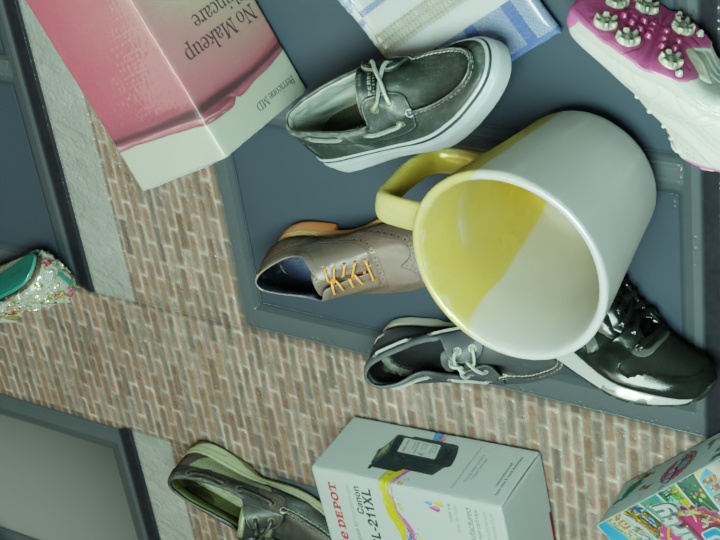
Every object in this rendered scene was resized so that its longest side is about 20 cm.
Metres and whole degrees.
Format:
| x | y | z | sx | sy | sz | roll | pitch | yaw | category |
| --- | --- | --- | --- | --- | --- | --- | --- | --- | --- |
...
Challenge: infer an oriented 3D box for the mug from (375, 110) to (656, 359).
| x | y | z | sx | sy | sz | roll | pitch | yaw | category |
| --- | --- | --- | --- | --- | --- | --- | --- | --- | --- |
| 0.125 | -0.051 | 1.127 | 0.186 | 0.153 | 0.150 | 41 | 137 | 5 | mug |

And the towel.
| x | y | z | sx | sy | sz | roll | pitch | yaw | category |
| --- | --- | --- | --- | --- | --- | --- | --- | --- | --- |
| 0.041 | -0.224 | 1.156 | 0.147 | 0.024 | 0.200 | -30 | 103 | 43 | towel |

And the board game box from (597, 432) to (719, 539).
| x | y | z | sx | sy | sz | roll | pitch | yaw | category |
| --- | --- | --- | --- | --- | --- | --- | --- | --- | --- |
| 0.310 | 0.204 | 1.245 | 0.148 | 0.064 | 0.200 | 47 | 137 | -1 | board game box |

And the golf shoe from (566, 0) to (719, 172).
| x | y | z | sx | sy | sz | roll | pitch | yaw | category |
| --- | --- | --- | --- | --- | --- | --- | --- | --- | --- |
| 0.222 | -0.115 | 1.068 | 0.200 | 0.075 | 0.092 | 33 | 139 | 14 | golf shoe |

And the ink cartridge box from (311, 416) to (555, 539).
| x | y | z | sx | sy | sz | roll | pitch | yaw | category |
| --- | --- | --- | --- | --- | --- | --- | --- | --- | --- |
| 0.069 | 0.228 | 1.427 | 0.200 | 0.083 | 0.146 | 7 | 125 | 32 | ink cartridge box |

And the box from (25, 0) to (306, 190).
| x | y | z | sx | sy | sz | roll | pitch | yaw | category |
| --- | --- | --- | --- | --- | --- | --- | --- | --- | --- |
| -0.157 | -0.188 | 1.254 | 0.109 | 0.128 | 0.200 | -17 | 111 | 42 | box |

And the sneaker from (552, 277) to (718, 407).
| x | y | z | sx | sy | sz | roll | pitch | yaw | category |
| --- | --- | --- | --- | --- | --- | --- | --- | --- | --- |
| 0.185 | 0.031 | 1.205 | 0.200 | 0.076 | 0.088 | 26 | 127 | 19 | sneaker |

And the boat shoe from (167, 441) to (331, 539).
| x | y | z | sx | sy | sz | roll | pitch | yaw | category |
| --- | --- | --- | --- | --- | --- | --- | --- | --- | --- |
| -0.106 | 0.246 | 1.582 | 0.200 | 0.066 | 0.072 | 28 | 133 | 17 | boat shoe |

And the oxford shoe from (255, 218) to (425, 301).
| x | y | z | sx | sy | sz | roll | pitch | yaw | category |
| --- | --- | --- | --- | --- | --- | --- | --- | --- | --- |
| 0.000 | 0.000 | 1.315 | 0.200 | 0.073 | 0.071 | -4 | 118 | 38 | oxford shoe |

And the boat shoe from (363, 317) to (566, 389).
| x | y | z | sx | sy | sz | roll | pitch | yaw | category |
| --- | --- | --- | --- | --- | --- | --- | --- | --- | --- |
| 0.089 | 0.076 | 1.313 | 0.200 | 0.063 | 0.073 | -3 | 119 | 38 | boat shoe |

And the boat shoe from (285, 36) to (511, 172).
| x | y | z | sx | sy | sz | roll | pitch | yaw | category |
| --- | --- | --- | --- | --- | --- | --- | --- | --- | --- |
| 0.022 | -0.123 | 1.160 | 0.071 | 0.072 | 0.200 | 20 | 149 | -39 | boat shoe |

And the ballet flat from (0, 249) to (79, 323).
| x | y | z | sx | sy | sz | roll | pitch | yaw | category |
| --- | --- | --- | --- | --- | --- | --- | --- | --- | --- |
| -0.362 | 0.028 | 1.615 | 0.064 | 0.076 | 0.200 | 30 | 153 | -35 | ballet flat |
